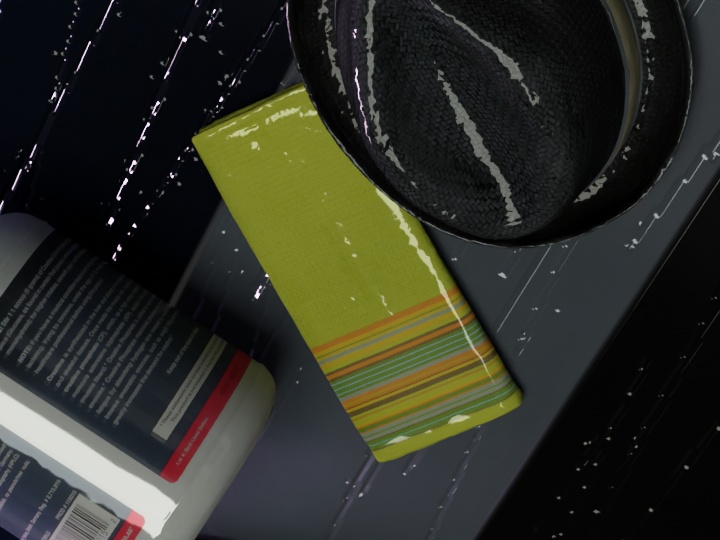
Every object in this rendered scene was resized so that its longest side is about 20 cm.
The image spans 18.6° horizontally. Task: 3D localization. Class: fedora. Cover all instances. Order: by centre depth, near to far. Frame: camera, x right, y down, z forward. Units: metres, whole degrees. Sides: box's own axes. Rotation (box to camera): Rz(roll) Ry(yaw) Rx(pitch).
[{"bbox_3d":[0.051,-0.086,0.976,0.200,0.092,0.201,6,118,11],"label":"fedora"}]

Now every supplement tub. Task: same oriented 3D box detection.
[{"bbox_3d":[-0.156,0.060,1.098,0.200,0.140,0.140,34,122,-3],"label":"supplement tub"}]

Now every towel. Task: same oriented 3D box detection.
[{"bbox_3d":[0.000,0.000,1.092,0.086,0.018,0.200,-23,108,21],"label":"towel"}]

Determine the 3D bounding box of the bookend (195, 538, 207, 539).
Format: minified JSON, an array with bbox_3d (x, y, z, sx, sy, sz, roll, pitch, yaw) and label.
[{"bbox_3d":[-0.052,0.259,1.204,0.199,0.092,0.200,8,121,13],"label":"bookend"}]
